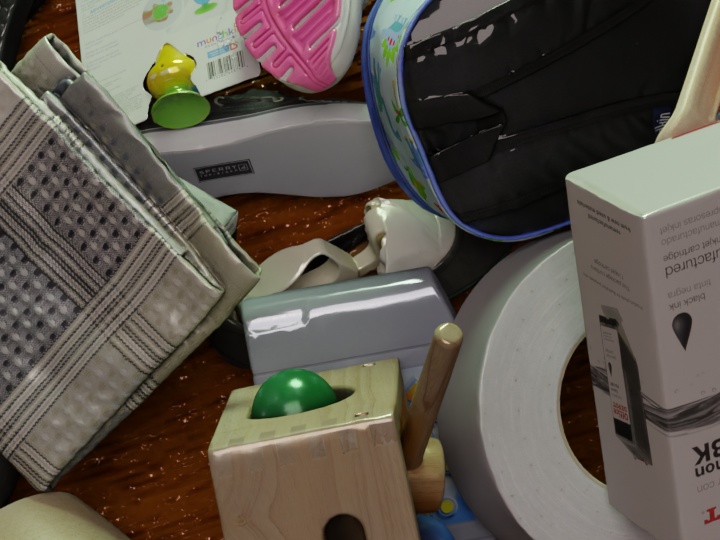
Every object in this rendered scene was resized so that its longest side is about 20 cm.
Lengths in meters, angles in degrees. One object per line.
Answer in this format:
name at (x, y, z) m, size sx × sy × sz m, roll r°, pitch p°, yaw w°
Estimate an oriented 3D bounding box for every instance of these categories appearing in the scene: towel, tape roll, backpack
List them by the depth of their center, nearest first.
towel at (-0.180, -0.003, 1.363) m, size 0.200 × 0.035 × 0.193 m, roll -45°, pitch 81°, yaw 19°
tape roll at (0.146, 0.074, 1.379) m, size 0.199 × 0.066 × 0.202 m, roll 0°, pitch 89°, yaw -19°
backpack at (0.102, -0.116, 1.398) m, size 0.199 × 0.147 × 0.184 m, roll -25°, pitch 110°, yaw -13°

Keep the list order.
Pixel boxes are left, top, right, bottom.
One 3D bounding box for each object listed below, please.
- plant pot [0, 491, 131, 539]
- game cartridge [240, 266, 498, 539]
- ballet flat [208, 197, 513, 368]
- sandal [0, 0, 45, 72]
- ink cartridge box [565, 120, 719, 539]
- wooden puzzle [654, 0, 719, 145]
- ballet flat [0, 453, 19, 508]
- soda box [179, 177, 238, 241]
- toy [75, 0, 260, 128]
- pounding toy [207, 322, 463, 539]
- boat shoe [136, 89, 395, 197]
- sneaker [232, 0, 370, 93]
plant pot at (-0.155, 0.232, 1.373) m, size 0.187 × 0.187 × 0.200 m, roll -34°, pitch 65°, yaw -2°
game cartridge at (0.012, 0.104, 1.410) m, size 0.132 × 0.040 × 0.201 m, roll -11°, pitch 99°, yaw 0°
ballet flat at (0.000, 0.000, 1.442) m, size 0.199 × 0.069 × 0.068 m, roll -26°, pitch 57°, yaw -1°
sandal at (-0.224, -0.181, 1.519) m, size 0.075 × 0.048 × 0.202 m, roll 25°, pitch 96°, yaw 19°
ink cartridge box at (0.200, 0.030, 1.288) m, size 0.146 × 0.083 × 0.201 m, roll -20°, pitch 115°, yaw -20°
wooden puzzle at (0.251, -0.097, 1.374) m, size 0.037 × 0.185 × 0.201 m, roll 0°, pitch 55°, yaw 43°
ballet flat at (-0.221, 0.042, 1.454) m, size 0.068 × 0.068 × 0.201 m, roll -16°, pitch 78°, yaw -4°
soda box at (-0.171, -0.042, 1.421) m, size 0.199 × 0.063 × 0.071 m, roll 29°, pitch 59°, yaw 13°
toy at (-0.117, -0.169, 1.489) m, size 0.115 × 0.047 × 0.201 m, roll -20°, pitch 52°, yaw 15°
pounding toy at (0.002, 0.123, 1.303) m, size 0.141 × 0.184 × 0.201 m, roll -11°, pitch 98°, yaw 3°
boat shoe at (-0.062, -0.083, 1.471) m, size 0.198 × 0.069 × 0.057 m, roll -5°, pitch 50°, yaw 3°
sneaker at (-0.021, -0.178, 1.443) m, size 0.081 × 0.088 × 0.201 m, roll -27°, pitch 45°, yaw 26°
